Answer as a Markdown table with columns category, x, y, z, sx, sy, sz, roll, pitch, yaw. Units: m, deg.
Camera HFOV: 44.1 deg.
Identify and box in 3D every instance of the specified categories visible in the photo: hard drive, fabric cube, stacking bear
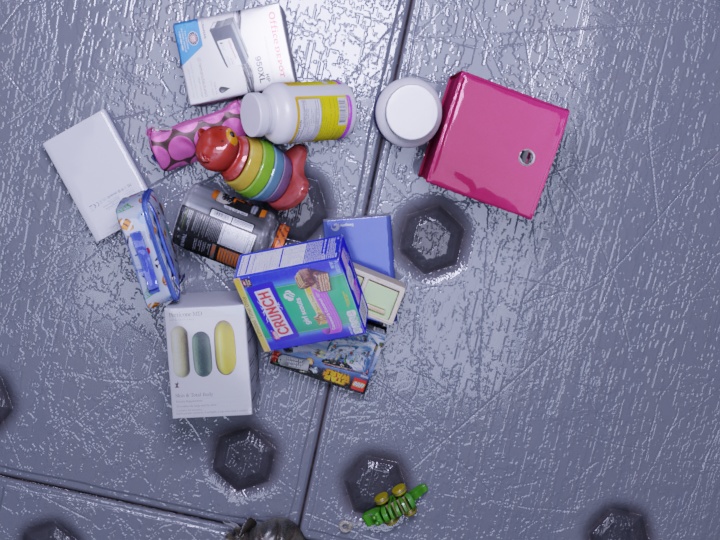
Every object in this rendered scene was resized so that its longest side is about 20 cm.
| category | x | y | z | sx | sy | sz | roll | pitch | yaw |
| --- | --- | --- | --- | --- | --- | --- | --- | --- | --- |
| hard drive | 0.000 | 0.000 | 1.697 | 0.129 | 0.025 | 0.205 | -4 | 99 | 0 |
| fabric cube | 0.229 | -0.225 | 1.579 | 0.196 | 0.200 | 0.200 | 19 | 99 | -4 |
| stacking bear | -0.202 | -0.191 | 1.576 | 0.198 | 0.124 | 0.113 | 23 | 139 | -38 |
| hard drive | -0.481 | -0.175 | 1.651 | 0.130 | 0.025 | 0.203 | -27 | 99 | 3 |

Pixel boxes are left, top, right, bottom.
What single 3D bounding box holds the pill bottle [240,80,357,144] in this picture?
| category | x | y | z | sx | sy | sz | roll | pitch | yaw |
| --- | --- | --- | --- | --- | --- | --- | --- | --- | --- |
| pill bottle | -0.109 | -0.279 | 1.567 | 0.197 | 0.103 | 0.107 | -10 | 101 | -36 |

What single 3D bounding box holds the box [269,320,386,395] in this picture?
| category | x | y | z | sx | sy | sz | roll | pitch | yaw |
| --- | --- | --- | --- | --- | --- | --- | --- | --- | --- |
| box | -0.062 | 0.143 | 1.696 | 0.196 | 0.040 | 0.139 | 19 | 112 | -4 |

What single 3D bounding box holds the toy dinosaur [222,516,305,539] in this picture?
| category | x | y | z | sx | sy | sz | roll | pitch | yaw |
| --- | --- | --- | --- | --- | --- | --- | --- | --- | --- |
| toy dinosaur | -0.168 | 0.527 | 1.749 | 0.195 | 0.077 | 0.104 | -4 | 66 | -14 |

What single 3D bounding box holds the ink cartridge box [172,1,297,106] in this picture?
| category | x | y | z | sx | sy | sz | roll | pitch | yaw |
| --- | --- | --- | --- | --- | --- | --- | --- | --- | --- |
| ink cartridge box | -0.222 | -0.388 | 1.601 | 0.196 | 0.084 | 0.148 | -12 | 99 | 0 |

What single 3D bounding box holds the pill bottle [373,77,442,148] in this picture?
| category | x | y | z | sx | sy | sz | roll | pitch | yaw |
| --- | --- | --- | --- | --- | --- | --- | --- | --- | --- |
| pill bottle | 0.083 | -0.277 | 1.566 | 0.117 | 0.200 | 0.123 | 0 | 99 | -1 |

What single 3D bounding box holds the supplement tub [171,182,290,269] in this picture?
| category | x | y | z | sx | sy | sz | roll | pitch | yaw |
| --- | --- | --- | --- | --- | --- | --- | --- | --- | --- |
| supplement tub | -0.235 | -0.071 | 1.632 | 0.196 | 0.123 | 0.125 | 21 | 98 | -5 |

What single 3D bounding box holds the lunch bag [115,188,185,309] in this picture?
| category | x | y | z | sx | sy | sz | roll | pitch | yaw |
| --- | --- | --- | --- | --- | --- | --- | --- | --- | --- |
| lunch bag | -0.373 | -0.036 | 1.586 | 0.074 | 0.160 | 0.204 | -17 | 108 | -5 |

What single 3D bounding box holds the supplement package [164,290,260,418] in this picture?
| category | x | y | z | sx | sy | sz | roll | pitch | yaw |
| --- | --- | --- | --- | --- | --- | --- | --- | --- | --- |
| supplement package | -0.271 | 0.151 | 1.651 | 0.148 | 0.151 | 0.205 | -3 | 99 | 0 |

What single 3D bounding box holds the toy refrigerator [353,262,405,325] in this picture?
| category | x | y | z | sx | sy | sz | roll | pitch | yaw |
| --- | --- | --- | --- | --- | --- | --- | --- | --- | --- |
| toy refrigerator | -0.020 | 0.027 | 1.652 | 0.197 | 0.070 | 0.077 | 22 | 98 | -5 |

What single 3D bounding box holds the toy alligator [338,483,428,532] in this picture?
| category | x | y | z | sx | sy | sz | roll | pitch | yaw |
| --- | --- | --- | --- | --- | --- | --- | --- | --- | --- |
| toy alligator | 0.046 | 0.480 | 1.758 | 0.197 | 0.054 | 0.060 | -27 | 98 | 3 |

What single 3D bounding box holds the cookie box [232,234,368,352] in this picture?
| category | x | y | z | sx | sy | sz | roll | pitch | yaw |
| --- | --- | --- | --- | --- | --- | --- | --- | --- | --- |
| cookie box | -0.103 | 0.043 | 1.574 | 0.196 | 0.076 | 0.173 | -11 | 124 | 14 |

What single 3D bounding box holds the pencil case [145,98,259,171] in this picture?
| category | x | y | z | sx | sy | sz | roll | pitch | yaw |
| --- | --- | --- | --- | --- | --- | --- | --- | --- | --- |
| pencil case | -0.287 | -0.249 | 1.615 | 0.196 | 0.091 | 0.095 | -20 | 131 | -1 |
